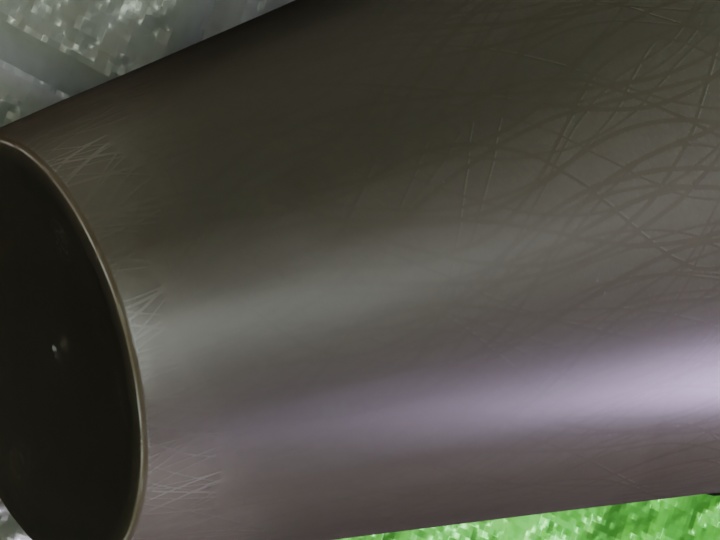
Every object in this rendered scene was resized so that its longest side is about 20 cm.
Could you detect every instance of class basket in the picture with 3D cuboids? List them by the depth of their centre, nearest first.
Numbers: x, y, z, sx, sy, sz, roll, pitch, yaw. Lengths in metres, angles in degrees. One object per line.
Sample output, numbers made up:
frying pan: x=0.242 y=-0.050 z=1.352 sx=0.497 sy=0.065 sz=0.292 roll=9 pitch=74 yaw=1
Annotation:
basket: x=0.000 y=0.000 z=0.789 sx=0.200 sy=0.136 sz=0.181 roll=-16 pitch=89 yaw=-31
